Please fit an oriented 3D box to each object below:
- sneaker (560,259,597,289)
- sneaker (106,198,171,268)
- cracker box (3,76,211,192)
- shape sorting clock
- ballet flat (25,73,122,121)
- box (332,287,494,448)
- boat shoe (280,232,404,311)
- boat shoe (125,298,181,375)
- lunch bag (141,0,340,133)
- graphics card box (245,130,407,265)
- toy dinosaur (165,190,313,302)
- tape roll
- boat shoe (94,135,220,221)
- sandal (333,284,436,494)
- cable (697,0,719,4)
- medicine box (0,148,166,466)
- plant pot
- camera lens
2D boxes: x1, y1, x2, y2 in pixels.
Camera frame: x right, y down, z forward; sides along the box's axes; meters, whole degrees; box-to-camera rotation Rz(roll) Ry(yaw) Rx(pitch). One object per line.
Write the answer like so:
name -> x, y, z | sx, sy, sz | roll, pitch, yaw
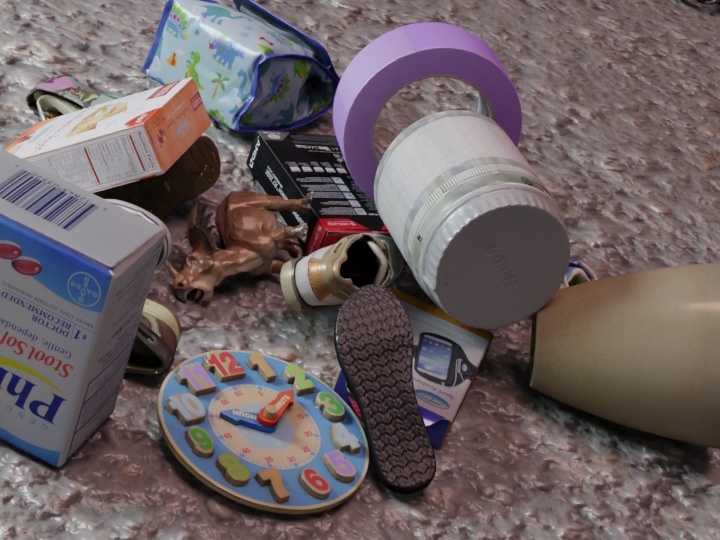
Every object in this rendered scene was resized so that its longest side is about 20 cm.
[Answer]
sneaker -> 0.218, 0.014, 1.826 | 0.075, 0.078, 0.200 | -10, 41, -39
sneaker -> -0.284, -0.030, 1.590 | 0.198, 0.079, 0.080 | 12, 25, 7
cracker box -> -0.264, -0.124, 1.661 | 0.198, 0.058, 0.134 | -13, 21, 22
shape sorting clock -> -0.085, 0.138, 1.480 | 0.198, 0.040, 0.201 | 15, 31, -9
ballet flat -> -0.300, -0.161, 1.786 | 0.071, 0.070, 0.199 | -29, 35, -26
box -> 0.050, 0.098, 1.629 | 0.118, 0.042, 0.200 | 25, 33, 6
boat shoe -> 0.000, 0.000, 1.684 | 0.068, 0.076, 0.200 | -15, 4, 31
boat shoe -> -0.257, 0.044, 1.494 | 0.199, 0.072, 0.066 | 18, 25, -13
lunch bag -> -0.129, -0.249, 1.998 | 0.169, 0.128, 0.199 | 35, 20, 26
graphics card box -> -0.033, -0.081, 1.849 | 0.124, 0.051, 0.200 | 0, 37, -33
toy dinosaur -> -0.122, -0.043, 1.708 | 0.134, 0.087, 0.200 | 11, 25, -3
tape roll -> 0.072, -0.163, 1.802 | 0.198, 0.202, 0.066 | 9, 30, -18
boat shoe -> -0.232, -0.085, 1.730 | 0.067, 0.073, 0.200 | 1, 23, 40
sandal -> 0.019, 0.111, 1.529 | 0.074, 0.045, 0.202 | -8, 70, -13
cable -> 0.601, -0.506, 2.925 | 0.162, 0.051, 0.201 | 14, 28, -21
medicine box -> -0.281, 0.027, 1.377 | 0.181, 0.201, 0.103 | 25, 28, 8
plant pot -> 0.273, 0.078, 1.683 | 0.198, 0.189, 0.188 | 4, 30, 4
camera lens -> 0.111, -0.056, 1.687 | 0.158, 0.161, 0.201 | 6, 30, -23
